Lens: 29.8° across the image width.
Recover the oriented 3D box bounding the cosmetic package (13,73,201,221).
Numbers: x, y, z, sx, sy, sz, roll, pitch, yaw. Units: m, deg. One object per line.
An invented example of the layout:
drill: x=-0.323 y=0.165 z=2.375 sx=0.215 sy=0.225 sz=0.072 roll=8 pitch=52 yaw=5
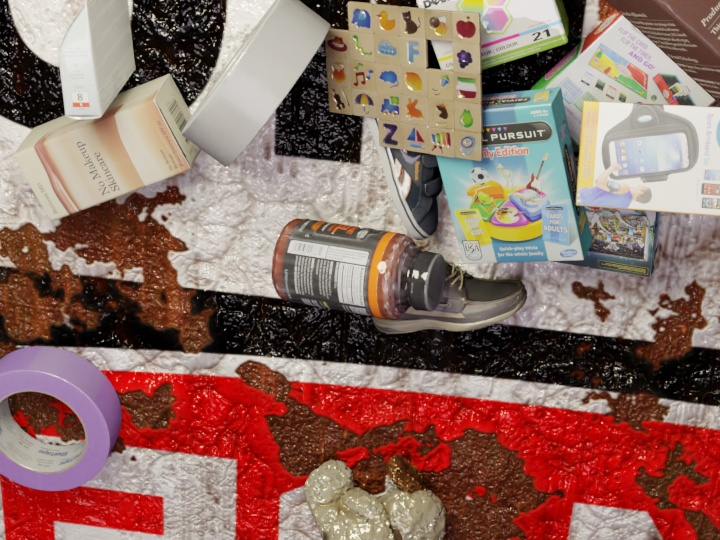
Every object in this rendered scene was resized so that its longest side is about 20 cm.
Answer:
cosmetic package: x=-0.304 y=-0.148 z=1.649 sx=0.200 sy=0.087 sz=0.104 roll=-20 pitch=115 yaw=18

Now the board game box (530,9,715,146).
board game box: x=0.317 y=-0.217 z=1.548 sx=0.153 sy=0.040 sz=0.200 roll=41 pitch=116 yaw=-14

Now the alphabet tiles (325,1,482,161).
alphabet tiles: x=0.047 y=-0.215 z=1.527 sx=0.200 sy=0.008 sz=0.168 roll=12 pitch=118 yaw=30

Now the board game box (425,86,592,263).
board game box: x=0.172 y=-0.105 z=1.562 sx=0.151 sy=0.047 sz=0.200 roll=-2 pitch=121 yaw=26

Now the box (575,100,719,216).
box: x=0.342 y=-0.123 z=1.494 sx=0.200 sy=0.041 sz=0.119 roll=5 pitch=96 yaw=22

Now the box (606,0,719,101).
box: x=0.385 y=-0.291 z=1.400 sx=0.200 sy=0.164 sz=0.166 roll=38 pitch=94 yaw=-13

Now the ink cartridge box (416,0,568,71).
ink cartridge box: x=0.130 y=-0.331 z=1.493 sx=0.148 sy=0.076 sz=0.200 roll=-16 pitch=116 yaw=16

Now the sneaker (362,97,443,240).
sneaker: x=0.069 y=-0.131 z=1.609 sx=0.079 sy=0.078 sz=0.200 roll=-12 pitch=114 yaw=20

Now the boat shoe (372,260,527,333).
boat shoe: x=0.107 y=0.031 z=1.694 sx=0.200 sy=0.075 sz=0.073 roll=-8 pitch=117 yaw=11

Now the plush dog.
plush dog: x=0.034 y=0.353 z=1.852 sx=0.171 sy=0.160 sz=0.200 roll=-22 pitch=115 yaw=-7

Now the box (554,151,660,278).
box: x=0.253 y=-0.073 z=1.603 sx=0.200 sy=0.038 sz=0.137 roll=10 pitch=127 yaw=19

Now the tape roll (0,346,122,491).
tape roll: x=-0.434 y=0.206 z=1.873 sx=0.200 sy=0.066 sz=0.200 roll=4 pitch=119 yaw=7

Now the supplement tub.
supplement tub: x=0.000 y=0.000 z=1.650 sx=0.200 sy=0.107 sz=0.107 roll=9 pitch=120 yaw=21

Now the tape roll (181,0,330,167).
tape roll: x=-0.118 y=-0.215 z=1.521 sx=0.066 sy=0.200 sz=0.200 roll=35 pitch=117 yaw=-11

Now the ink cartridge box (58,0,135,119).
ink cartridge box: x=-0.305 y=-0.292 z=1.529 sx=0.050 sy=0.162 sz=0.200 roll=-2 pitch=118 yaw=7
